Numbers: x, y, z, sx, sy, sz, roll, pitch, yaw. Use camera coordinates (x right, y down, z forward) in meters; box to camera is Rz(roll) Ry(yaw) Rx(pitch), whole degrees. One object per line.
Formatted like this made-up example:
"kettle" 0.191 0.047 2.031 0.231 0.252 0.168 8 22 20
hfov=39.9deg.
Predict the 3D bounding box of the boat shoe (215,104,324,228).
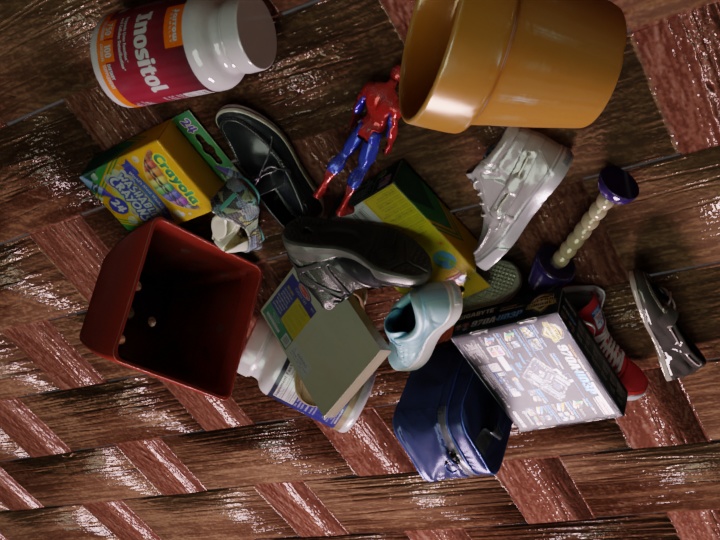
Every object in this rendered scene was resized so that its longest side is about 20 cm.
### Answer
"boat shoe" -0.118 -0.127 1.276 0.074 0.063 0.201 -14 125 35

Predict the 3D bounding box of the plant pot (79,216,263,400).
"plant pot" -0.288 0.060 1.420 0.175 0.203 0.199 -5 155 46

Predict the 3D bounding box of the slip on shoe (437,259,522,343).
"slip on shoe" 0.144 0.046 1.347 0.061 0.075 0.199 10 144 -42

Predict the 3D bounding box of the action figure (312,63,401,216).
"action figure" 0.007 -0.160 1.185 0.065 0.052 0.201 40 127 15

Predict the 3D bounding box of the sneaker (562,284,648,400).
"sneaker" 0.317 0.094 1.309 0.198 0.072 0.113 31 140 -6

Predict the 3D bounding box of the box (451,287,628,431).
"box" 0.234 0.123 1.291 0.158 0.046 0.201 -16 124 36

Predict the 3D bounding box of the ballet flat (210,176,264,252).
"ballet flat" -0.169 -0.061 1.311 0.073 0.075 0.200 18 160 4

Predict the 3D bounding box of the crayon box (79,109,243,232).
"crayon box" -0.271 -0.125 1.350 0.198 0.052 0.126 -18 124 35

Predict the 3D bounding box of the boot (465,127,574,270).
"boot" 0.166 -0.093 1.195 0.095 0.074 0.201 31 129 -1

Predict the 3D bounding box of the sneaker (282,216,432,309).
"sneaker" 0.000 0.000 1.273 0.197 0.077 0.115 10 140 17

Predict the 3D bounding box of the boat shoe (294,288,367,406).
"boat shoe" -0.045 0.106 1.405 0.073 0.066 0.202 17 103 -6

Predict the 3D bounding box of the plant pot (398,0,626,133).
"plant pot" 0.154 -0.224 0.984 0.181 0.202 0.201 12 139 -12

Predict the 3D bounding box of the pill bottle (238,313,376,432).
"pill bottle" -0.085 0.152 1.504 0.198 0.116 0.116 28 138 -5

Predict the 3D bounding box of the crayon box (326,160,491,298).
"crayon box" 0.068 -0.037 1.296 0.126 0.051 0.200 -25 119 39

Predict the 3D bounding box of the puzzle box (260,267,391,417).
"puzzle box" -0.052 0.080 1.355 0.025 0.201 0.133 10 128 -49

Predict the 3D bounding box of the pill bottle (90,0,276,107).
"pill bottle" -0.202 -0.257 1.141 0.198 0.114 0.114 -6 131 27

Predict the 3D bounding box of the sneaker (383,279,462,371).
"sneaker" 0.059 0.072 1.296 0.081 0.075 0.201 -3 147 -23

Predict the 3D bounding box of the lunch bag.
"lunch bag" 0.142 0.198 1.392 0.131 0.201 0.137 -15 121 30

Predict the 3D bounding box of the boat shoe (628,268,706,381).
"boat shoe" 0.390 0.063 1.259 0.056 0.067 0.201 -19 130 17

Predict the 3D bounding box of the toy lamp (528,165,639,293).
"toy lamp" 0.264 -0.042 1.208 0.058 0.059 0.201 25 135 -4
